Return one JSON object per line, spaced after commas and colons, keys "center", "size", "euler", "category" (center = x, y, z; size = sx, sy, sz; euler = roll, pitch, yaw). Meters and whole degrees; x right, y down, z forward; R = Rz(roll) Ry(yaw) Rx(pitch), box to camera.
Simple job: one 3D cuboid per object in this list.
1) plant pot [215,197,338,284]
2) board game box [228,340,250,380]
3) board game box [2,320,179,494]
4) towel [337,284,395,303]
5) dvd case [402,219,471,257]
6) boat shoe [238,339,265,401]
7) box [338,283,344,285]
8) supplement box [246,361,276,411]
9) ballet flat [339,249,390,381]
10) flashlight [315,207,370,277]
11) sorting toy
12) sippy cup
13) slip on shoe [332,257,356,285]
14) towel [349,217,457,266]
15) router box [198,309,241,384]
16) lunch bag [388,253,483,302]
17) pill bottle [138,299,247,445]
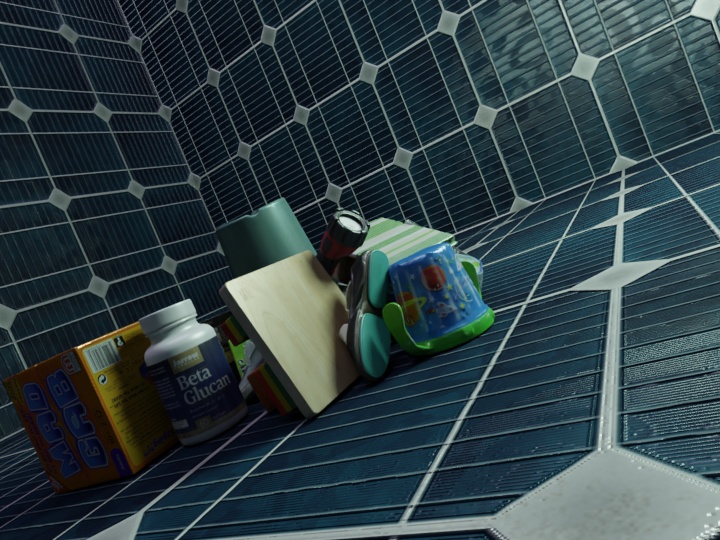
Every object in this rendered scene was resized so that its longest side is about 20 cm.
{"center": [-0.173, -0.023, 1.015], "size": [0.199, 0.197, 0.200], "euler": [-25, 11, 5], "category": "plant pot"}
{"center": [-0.130, 0.137, 0.951], "size": [0.199, 0.096, 0.030], "euler": [-20, 3, -13], "category": "board game box"}
{"center": [-0.401, 0.208, 0.860], "size": [0.199, 0.201, 0.200], "euler": [-22, 4, 26], "category": "board game box"}
{"center": [0.046, 0.063, 0.927], "size": [0.198, 0.031, 0.149], "euler": [5, 13, 3], "category": "towel"}
{"center": [0.113, -0.014, 1.065], "size": [0.025, 0.150, 0.200], "euler": [-65, 8, -30], "category": "dvd case"}
{"center": [-0.157, 0.132, 0.881], "size": [0.201, 0.071, 0.070], "euler": [-54, -16, 17], "category": "boat shoe"}
{"center": [-0.038, 0.043, 1.143], "size": [0.038, 0.042, 0.200], "euler": [-23, -1, 13], "category": "box"}
{"center": [-0.084, 0.142, 0.827], "size": [0.066, 0.069, 0.200], "euler": [-37, -7, 32], "category": "supplement box"}
{"center": [0.007, 0.066, 0.747], "size": [0.068, 0.201, 0.068], "euler": [28, -37, -33], "category": "ballet flat"}
{"center": [-0.052, -0.006, 0.860], "size": [0.068, 0.067, 0.201], "euler": [-76, 11, -54], "category": "flashlight"}
{"center": [-0.088, 0.090, 0.746], "size": [0.070, 0.201, 0.198], "euler": [-40, -7, 32], "category": "sorting toy"}
{"center": [0.106, 0.035, 0.752], "size": [0.139, 0.131, 0.178], "euler": [-22, 3, 11], "category": "sippy cup"}
{"center": [0.000, 0.000, 1.021], "size": [0.060, 0.077, 0.200], "euler": [11, -10, 21], "category": "slip on shoe"}
{"center": [0.046, -0.046, 0.900], "size": [0.152, 0.024, 0.199], "euler": [-25, 28, -32], "category": "towel"}
{"center": [-0.290, 0.178, 0.980], "size": [0.199, 0.158, 0.052], "euler": [-22, 3, 6], "category": "router box"}
{"center": [0.113, 0.013, 0.919], "size": [0.198, 0.083, 0.161], "euler": [7, 11, 10], "category": "lunch bag"}
{"center": [-0.261, 0.151, 0.800], "size": [0.110, 0.201, 0.111], "euler": [-23, 3, 1], "category": "pill bottle"}
